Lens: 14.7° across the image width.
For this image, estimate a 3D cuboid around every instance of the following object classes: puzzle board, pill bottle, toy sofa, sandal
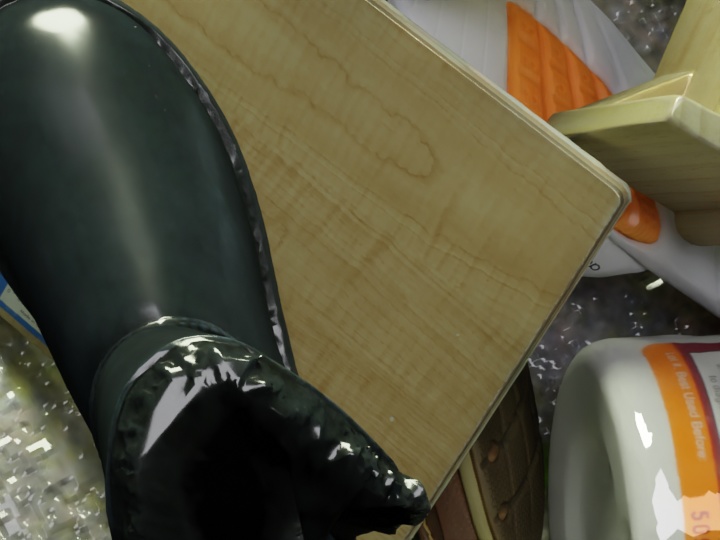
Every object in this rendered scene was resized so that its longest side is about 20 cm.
[{"bbox_3d":[-0.037,-0.022,0.801,0.200,0.017,0.151,38,114,15],"label":"puzzle board"},{"bbox_3d":[0.162,0.074,0.807,0.198,0.114,0.115,-2,71,-9],"label":"pill bottle"},{"bbox_3d":[0.141,-0.102,0.779,0.097,0.083,0.201,28,79,-19],"label":"toy sofa"},{"bbox_3d":[0.070,-0.023,0.843,0.206,0.059,0.080,39,42,-24],"label":"sandal"}]

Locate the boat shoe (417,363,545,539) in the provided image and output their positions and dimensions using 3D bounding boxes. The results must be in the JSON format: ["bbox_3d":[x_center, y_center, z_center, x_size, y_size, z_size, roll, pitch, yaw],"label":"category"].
[{"bbox_3d":[0.000,0.000,0.840,0.067,0.072,0.201,-22,83,19],"label":"boat shoe"}]

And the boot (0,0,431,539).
[{"bbox_3d":[-0.045,0.016,0.706,0.076,0.168,0.201,-22,95,-7],"label":"boot"}]
